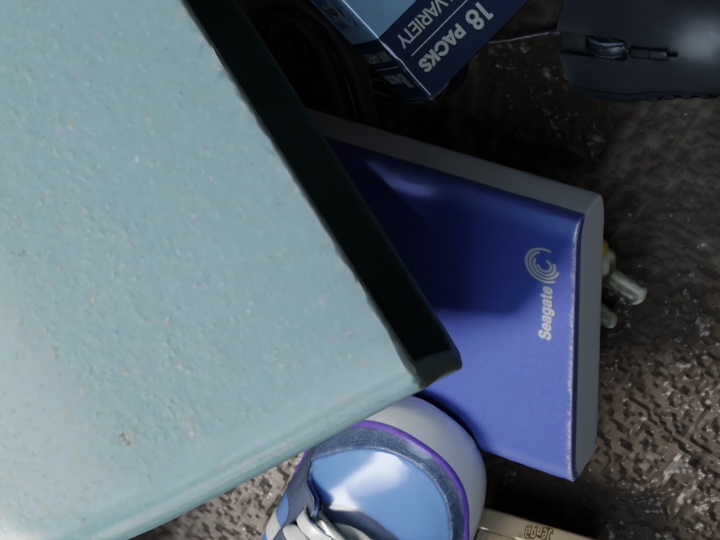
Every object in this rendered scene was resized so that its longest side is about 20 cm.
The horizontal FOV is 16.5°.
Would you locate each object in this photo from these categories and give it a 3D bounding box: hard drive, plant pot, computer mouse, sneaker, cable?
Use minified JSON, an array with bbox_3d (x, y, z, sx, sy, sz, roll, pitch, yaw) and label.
[{"bbox_3d":[0.000,0.000,0.992,0.199,0.025,0.132,18,133,23],"label":"hard drive"},{"bbox_3d":[-0.104,0.005,0.857,0.200,0.196,0.196,-32,87,5],"label":"plant pot"},{"bbox_3d":[0.069,-0.089,0.967,0.199,0.034,0.059,-2,116,17],"label":"computer mouse"},{"bbox_3d":[-0.027,0.153,1.022,0.080,0.147,0.200,35,140,0],"label":"sneaker"},{"bbox_3d":[0.019,-0.032,1.007,0.200,0.050,0.097,46,132,-7],"label":"cable"}]

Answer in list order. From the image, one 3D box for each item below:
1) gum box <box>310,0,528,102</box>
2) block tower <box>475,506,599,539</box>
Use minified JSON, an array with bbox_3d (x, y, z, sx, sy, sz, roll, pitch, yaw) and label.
[{"bbox_3d":[0.012,-0.190,0.876,0.170,0.045,0.200,-46,100,-7],"label":"gum box"},{"bbox_3d":[0.053,0.207,1.051,0.058,0.054,0.201,15,79,8],"label":"block tower"}]
